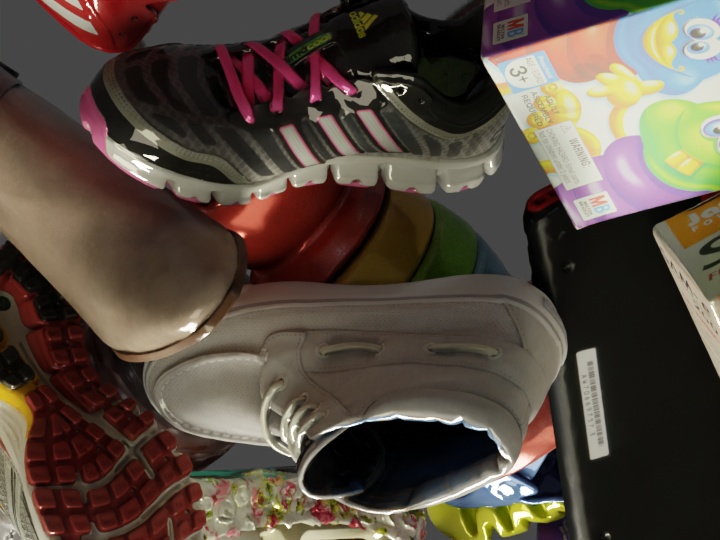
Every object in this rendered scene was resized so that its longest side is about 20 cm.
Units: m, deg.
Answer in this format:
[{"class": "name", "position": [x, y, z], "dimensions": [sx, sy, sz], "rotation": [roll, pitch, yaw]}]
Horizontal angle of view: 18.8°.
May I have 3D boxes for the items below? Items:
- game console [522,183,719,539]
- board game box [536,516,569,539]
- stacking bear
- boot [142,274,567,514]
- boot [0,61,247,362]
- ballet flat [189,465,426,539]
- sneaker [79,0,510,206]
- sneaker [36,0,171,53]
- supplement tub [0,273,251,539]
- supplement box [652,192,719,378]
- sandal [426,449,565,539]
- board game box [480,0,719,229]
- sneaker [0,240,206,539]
[{"class": "game console", "position": [0.164, 0.034, 0.960], "dimensions": [0.177, 0.031, 0.200], "rotation": [-15, 115, -10]}, {"class": "board game box", "position": [0.114, 0.222, 1.155], "dimensions": [0.045, 0.135, 0.200], "rotation": [1, 122, 6]}, {"class": "stacking bear", "position": [0.000, 0.000, 0.990], "dimensions": [0.114, 0.122, 0.200], "rotation": [-36, 114, 28]}, {"class": "boot", "position": [-0.017, 0.055, 0.910], "dimensions": [0.200, 0.096, 0.074], "rotation": [-11, 120, 27]}, {"class": "boot", "position": [-0.132, -0.038, 0.916], "dimensions": [0.146, 0.070, 0.200], "rotation": [46, 168, -18]}, {"class": "ballet flat", "position": [-0.043, 0.128, 1.055], "dimensions": [0.200, 0.064, 0.076], "rotation": [-1, 154, -37]}, {"class": "sneaker", "position": [-0.016, -0.080, 0.896], "dimensions": [0.200, 0.074, 0.088], "rotation": [0, 140, -27]}, {"class": "sneaker", "position": [-0.058, -0.141, 0.875], "dimensions": [0.200, 0.078, 0.116], "rotation": [14, 147, 10]}, {"class": "supplement tub", "position": [-0.127, 0.068, 1.075], "dimensions": [0.107, 0.107, 0.200], "rotation": [33, 131, -27]}, {"class": "supplement box", "position": [0.222, 0.044, 0.915], "dimensions": [0.126, 0.074, 0.200], "rotation": [-28, 119, 3]}, {"class": "sandal", "position": [0.110, 0.079, 1.083], "dimensions": [0.200, 0.080, 0.087], "rotation": [-17, 129, 21]}, {"class": "board game box", "position": [0.159, -0.109, 0.847], "dimensions": [0.200, 0.105, 0.103], "rotation": [-15, 133, 21]}, {"class": "sneaker", "position": [-0.135, 0.084, 0.976], "dimensions": [0.078, 0.200, 0.082], "rotation": [-14, 152, -33]}]
